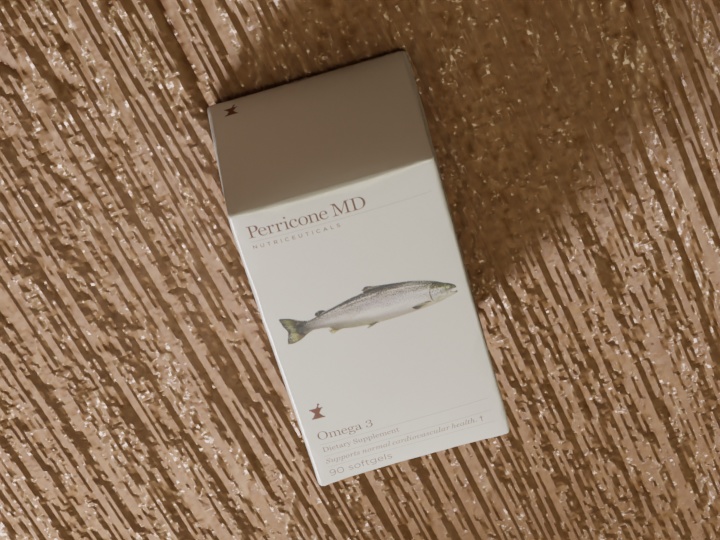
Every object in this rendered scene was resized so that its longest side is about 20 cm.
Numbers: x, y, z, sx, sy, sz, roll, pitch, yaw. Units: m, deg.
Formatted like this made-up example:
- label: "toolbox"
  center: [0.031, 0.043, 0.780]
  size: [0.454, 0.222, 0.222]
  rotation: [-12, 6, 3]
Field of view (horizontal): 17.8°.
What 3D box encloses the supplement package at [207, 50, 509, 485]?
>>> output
- label: "supplement package"
  center: [0.000, 0.000, 1.280]
  size: [0.117, 0.117, 0.200]
  rotation: [-16, 127, 3]
